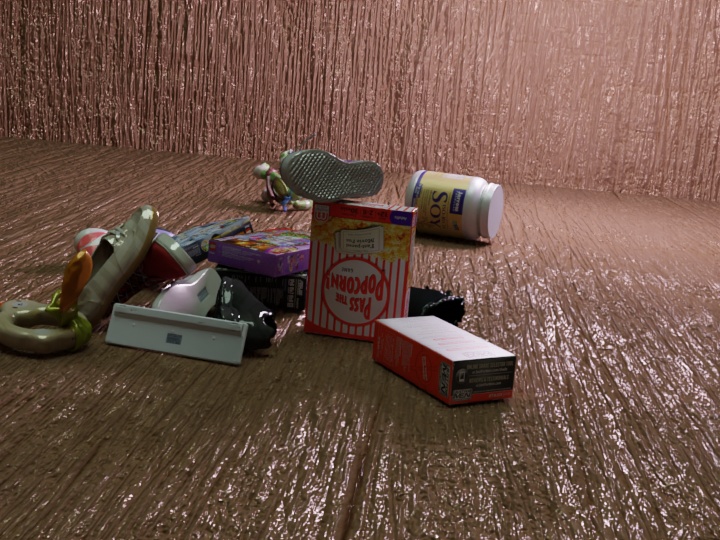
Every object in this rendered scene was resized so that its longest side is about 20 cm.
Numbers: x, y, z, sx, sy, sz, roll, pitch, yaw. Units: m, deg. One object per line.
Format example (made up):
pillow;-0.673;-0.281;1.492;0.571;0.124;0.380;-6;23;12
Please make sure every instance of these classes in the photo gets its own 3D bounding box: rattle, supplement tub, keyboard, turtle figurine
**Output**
rattle;-0.454;0.029;1.459;0.199;0.144;0.130;22;39;37
supplement tub;0.213;-0.147;2.473;0.199;0.146;0.145;9;13;21
keyboard;-0.249;0.085;1.462;0.199;0.057;0.011;8;-7;15
turtle figurine;-0.166;-0.224;2.705;0.144;0.201;0.193;38;-14;-35

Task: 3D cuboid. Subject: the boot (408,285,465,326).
boot;0.052;0.055;1.685;0.198;0.074;0.162;-6;20;-42

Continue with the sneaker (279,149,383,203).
sneaker;-0.070;-0.136;1.581;0.114;0.073;0.200;10;3;38

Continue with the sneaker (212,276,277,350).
sneaker;-0.166;0.069;1.555;0.090;0.076;0.200;9;21;-11

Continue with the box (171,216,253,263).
box;-0.297;-0.038;1.858;0.136;0.040;0.200;-6;16;40

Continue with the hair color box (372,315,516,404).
hair color box;0.107;0.115;1.440;0.101;0.062;0.200;-2;13;-28

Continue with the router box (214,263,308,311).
router box;-0.157;0.010;1.813;0.149;0.063;0.200;4;12;1

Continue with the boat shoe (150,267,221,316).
boat shoe;-0.271;0.047;1.611;0.068;0.072;0.200;-21;16;21

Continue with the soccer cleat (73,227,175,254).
soccer cleat;-0.415;-0.037;1.962;0.199;0.068;0.073;0;36;-39

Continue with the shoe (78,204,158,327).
shoe;-0.355;-0.014;1.548;0.053;0.201;0.070;38;-16;-34

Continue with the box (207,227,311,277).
box;-0.134;-0.033;1.776;0.136;0.039;0.200;13;15;30

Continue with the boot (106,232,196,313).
boot;-0.327;0.015;1.590;0.144;0.073;0.200;-43;17;-21

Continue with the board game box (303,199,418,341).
board game box;0.000;0.000;1.599;0.151;0.201;0.046;7;13;12
